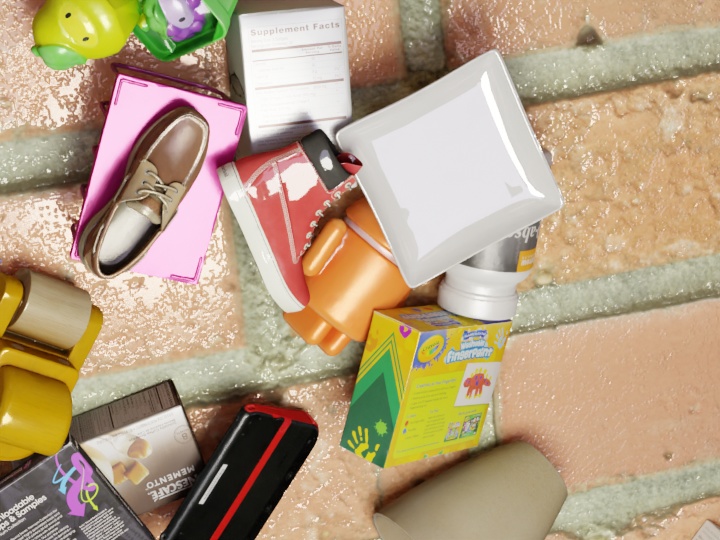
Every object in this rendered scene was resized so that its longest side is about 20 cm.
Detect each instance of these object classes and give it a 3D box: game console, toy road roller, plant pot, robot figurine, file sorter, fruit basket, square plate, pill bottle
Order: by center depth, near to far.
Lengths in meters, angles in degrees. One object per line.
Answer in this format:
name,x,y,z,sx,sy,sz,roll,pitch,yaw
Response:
fruit basket,-0.243,-0.290,1.511,0.216,0.155,0.216,8,78,-39
file sorter,-0.225,-0.109,1.594,0.139,0.125,0.200,13,104,-19
toy road roller,-0.357,0.113,1.604,0.123,0.146,0.200,23,98,-35
square plate,0.098,-0.111,1.611,0.200,0.028,0.198,-28,110,-5
robot figurine,0.001,0.000,1.696,0.144,0.117,0.200,38,95,-10
pill bottle,0.150,-0.051,1.719,0.116,0.116,0.200,4,105,-16
game console,-0.139,0.245,1.723,0.200,0.031,0.177,-58,149,6
plant pot,0.151,0.306,1.809,0.200,0.187,0.187,-38,113,-17

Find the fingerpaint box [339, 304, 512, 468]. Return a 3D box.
fingerpaint box,0.077,0.128,1.725,0.200,0.073,0.167,-5,113,-53

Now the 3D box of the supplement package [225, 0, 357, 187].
supplement package,-0.078,-0.192,1.613,0.117,0.117,0.200,-8,108,-12

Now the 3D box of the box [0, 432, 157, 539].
box,-0.325,0.295,1.654,0.143,0.036,0.200,-34,115,-2

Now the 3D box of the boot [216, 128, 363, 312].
boot,-0.052,-0.051,1.575,0.144,0.072,0.200,-22,128,-2

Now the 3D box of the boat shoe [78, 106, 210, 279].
boat shoe,-0.212,-0.072,1.501,0.076,0.072,0.200,28,98,-23

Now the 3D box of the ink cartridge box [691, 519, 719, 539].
ink cartridge box,0.454,0.452,1.939,0.084,0.146,0.200,33,95,-21

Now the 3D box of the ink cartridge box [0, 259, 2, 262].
ink cartridge box,-0.498,0.032,1.610,0.119,0.042,0.200,42,91,-23

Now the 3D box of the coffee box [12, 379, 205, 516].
coffee box,-0.285,0.222,1.702,0.200,0.080,0.114,-20,112,-8
